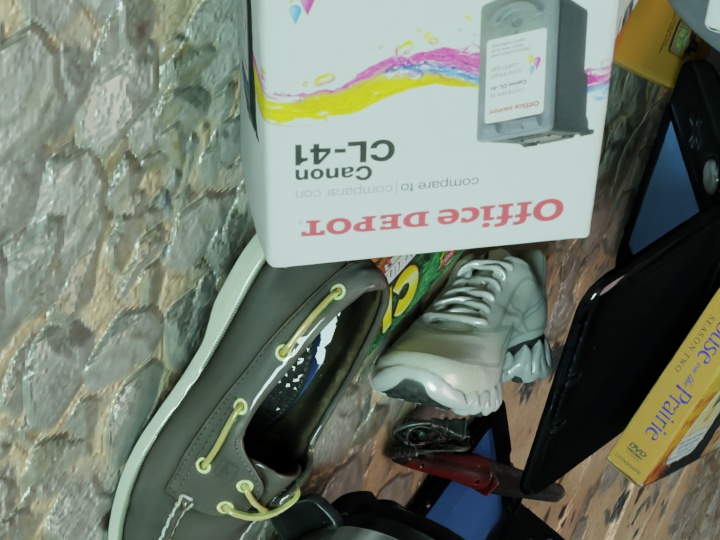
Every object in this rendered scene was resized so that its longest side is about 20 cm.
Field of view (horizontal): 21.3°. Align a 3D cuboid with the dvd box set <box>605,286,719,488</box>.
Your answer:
[{"bbox_3d":[0.230,0.027,1.084,0.146,0.029,0.200,-12,137,-56],"label":"dvd box set"}]

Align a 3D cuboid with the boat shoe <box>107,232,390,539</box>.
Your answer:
[{"bbox_3d":[-0.051,0.075,0.861,0.072,0.061,0.202,9,110,-50],"label":"boat shoe"}]

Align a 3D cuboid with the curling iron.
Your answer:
[{"bbox_3d":[0.080,0.126,1.195,0.200,0.049,0.026,31,51,-54],"label":"curling iron"}]

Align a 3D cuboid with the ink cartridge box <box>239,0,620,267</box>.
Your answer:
[{"bbox_3d":[0.026,-0.107,0.769,0.086,0.147,0.201,-104,-168,-51],"label":"ink cartridge box"}]

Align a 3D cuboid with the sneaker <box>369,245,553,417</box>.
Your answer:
[{"bbox_3d":[0.061,0.031,1.086,0.200,0.075,0.081,-23,125,-68],"label":"sneaker"}]

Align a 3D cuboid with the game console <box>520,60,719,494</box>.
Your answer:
[{"bbox_3d":[0.148,0.004,1.110,0.200,0.116,0.176,101,-17,-51],"label":"game console"}]

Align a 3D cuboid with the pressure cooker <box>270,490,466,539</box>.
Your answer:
[{"bbox_3d":[0.005,0.225,0.999,0.200,0.178,0.177,-41,143,-43],"label":"pressure cooker"}]

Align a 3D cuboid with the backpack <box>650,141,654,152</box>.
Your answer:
[{"bbox_3d":[0.306,-0.035,1.366,0.147,0.199,0.184,-8,118,-65],"label":"backpack"}]

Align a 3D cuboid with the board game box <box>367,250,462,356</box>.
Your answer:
[{"bbox_3d":[0.000,0.000,0.980,0.200,0.023,0.105,-47,152,-37],"label":"board game box"}]

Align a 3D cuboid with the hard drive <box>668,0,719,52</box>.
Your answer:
[{"bbox_3d":[0.183,-0.206,0.946,0.135,0.042,0.200,-64,157,-13],"label":"hard drive"}]

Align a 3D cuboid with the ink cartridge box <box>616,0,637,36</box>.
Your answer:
[{"bbox_3d":[0.090,-0.174,0.931,0.200,0.084,0.146,-59,156,-22],"label":"ink cartridge box"}]

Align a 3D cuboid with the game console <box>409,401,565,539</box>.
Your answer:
[{"bbox_3d":[0.086,0.221,1.250,0.200,0.176,0.116,-50,180,-32],"label":"game console"}]

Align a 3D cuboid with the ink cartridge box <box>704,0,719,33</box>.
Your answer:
[{"bbox_3d":[0.251,-0.202,0.938,0.200,0.084,0.147,-40,143,-51],"label":"ink cartridge box"}]

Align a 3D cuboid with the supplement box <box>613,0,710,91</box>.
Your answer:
[{"bbox_3d":[0.154,-0.152,1.111,0.200,0.069,0.067,8,105,-64],"label":"supplement box"}]

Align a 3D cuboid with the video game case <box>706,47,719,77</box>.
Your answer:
[{"bbox_3d":[0.233,-0.104,1.156,0.200,0.022,0.183,105,-7,-58],"label":"video game case"}]
